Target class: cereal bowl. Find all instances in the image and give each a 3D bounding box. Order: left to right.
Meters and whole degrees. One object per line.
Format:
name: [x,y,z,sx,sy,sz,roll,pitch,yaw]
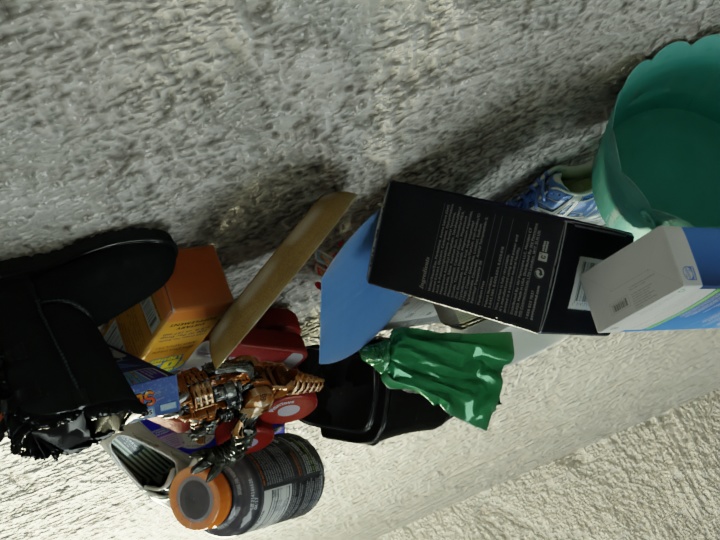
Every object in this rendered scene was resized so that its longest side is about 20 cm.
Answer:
cereal bowl: [0.202,0.054,1.585,0.200,0.083,0.200,-22,161,-8]

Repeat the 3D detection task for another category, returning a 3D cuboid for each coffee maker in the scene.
coffee maker: [0.037,0.134,1.457,0.192,0.135,0.200,-18,171,25]

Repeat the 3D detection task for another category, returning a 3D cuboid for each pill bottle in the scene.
pill bottle: [-0.135,0.251,1.422,0.106,0.106,0.200,-34,163,25]

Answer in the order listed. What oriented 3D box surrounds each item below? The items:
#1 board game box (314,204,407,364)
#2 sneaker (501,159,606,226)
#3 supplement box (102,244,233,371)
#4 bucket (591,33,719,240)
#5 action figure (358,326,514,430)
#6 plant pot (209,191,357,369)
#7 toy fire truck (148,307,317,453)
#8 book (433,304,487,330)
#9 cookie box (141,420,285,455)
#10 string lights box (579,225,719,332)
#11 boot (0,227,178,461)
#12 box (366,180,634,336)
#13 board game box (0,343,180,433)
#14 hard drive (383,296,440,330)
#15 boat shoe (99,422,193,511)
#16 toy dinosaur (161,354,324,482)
board game box: [0.000,0.000,1.241,0.158,0.039,0.200,-39,151,-31]
sneaker: [0.192,-0.070,1.303,0.200,0.076,0.077,-23,135,2]
supplement box: [-0.192,0.054,1.156,0.067,0.069,0.200,-9,157,-34]
bucket: [0.323,-0.105,1.164,0.207,0.207,0.135,-21,164,-10]
action figure: [0.079,0.106,1.361,0.200,0.118,0.055,16,173,-38]
plant pot: [-0.075,0.002,1.088,0.200,0.027,0.200,-50,-177,4]
toy fire truck: [-0.154,0.117,1.311,0.168,0.112,0.200,12,141,-38]
book: [0.185,0.008,1.368,0.200,0.048,0.134,-22,179,-5]
cookie box: [-0.188,0.225,1.579,0.171,0.075,0.200,-19,160,-12]
string lights box: [0.305,0.010,1.084,0.200,0.059,0.103,0,155,-38]
boot: [-0.216,0.056,0.980,0.198,0.162,0.073,-14,146,-27]
box: [0.131,-0.011,1.155,0.200,0.104,0.148,16,-174,35]
board game box: [-0.263,0.103,1.079,0.135,0.034,0.200,-12,-167,-31]
hard drive: [0.069,0.024,1.423,0.200,0.038,0.140,-6,154,-43]
boat shoe: [-0.236,0.240,1.424,0.074,0.067,0.200,-46,120,3]
toy dinosaur: [-0.122,0.128,1.175,0.200,0.102,0.136,14,136,-25]
